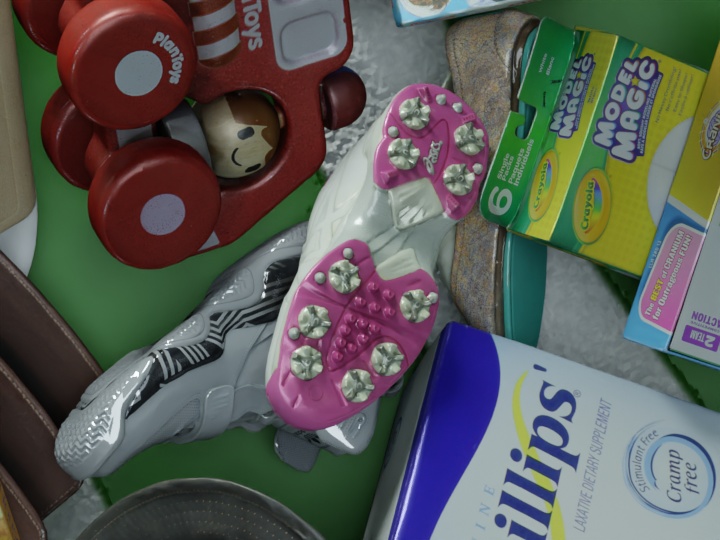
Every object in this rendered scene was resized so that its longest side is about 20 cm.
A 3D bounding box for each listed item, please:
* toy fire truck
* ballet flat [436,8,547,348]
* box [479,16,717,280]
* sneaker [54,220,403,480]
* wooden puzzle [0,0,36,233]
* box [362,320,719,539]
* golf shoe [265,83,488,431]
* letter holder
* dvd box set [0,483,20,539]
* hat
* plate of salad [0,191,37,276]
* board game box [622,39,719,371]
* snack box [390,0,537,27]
[{"bbox_3d":[-0.078,-0.102,1.420,0.167,0.112,0.201,-18,124,-14],"label":"toy fire truck"},{"bbox_3d":[0.067,-0.042,1.481,0.067,0.068,0.201,8,100,25],"label":"ballet flat"},{"bbox_3d":[0.162,-0.052,1.459,0.199,0.048,0.118,19,90,-29],"label":"box"},{"bbox_3d":[-0.062,0.070,1.442,0.200,0.075,0.115,-42,99,-32],"label":"sneaker"},{"bbox_3d":[-0.238,-0.076,1.325,0.046,0.200,0.186,16,126,30],"label":"wooden puzzle"},{"bbox_3d":[0.104,0.154,1.431,0.199,0.105,0.184,18,58,-5],"label":"box"},{"bbox_3d":[0.000,0.000,1.417,0.075,0.091,0.200,35,64,-16],"label":"golf shoe"},{"bbox_3d":[-0.228,0.058,1.409,0.142,0.101,0.200,-40,106,8],"label":"letter holder"},{"bbox_3d":[-0.242,0.145,1.366,0.146,0.029,0.201,-16,108,-2],"label":"dvd box set"},{"bbox_3d":[-0.068,0.191,1.368,0.200,0.081,0.202,4,101,20],"label":"hat"},{"bbox_3d":[-0.272,-0.032,1.461,0.199,0.048,0.201,-1,103,-4],"label":"plate of salad"},{"bbox_3d":[0.236,-0.036,1.454,0.153,0.040,0.201,19,90,-31],"label":"board game box"},{"bbox_3d":[0.056,-0.236,1.430,0.116,0.037,0.201,-12,93,-4],"label":"snack box"}]
